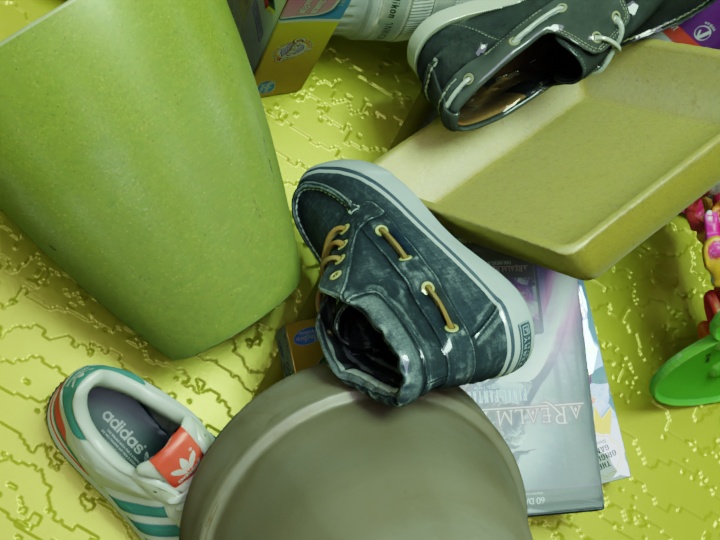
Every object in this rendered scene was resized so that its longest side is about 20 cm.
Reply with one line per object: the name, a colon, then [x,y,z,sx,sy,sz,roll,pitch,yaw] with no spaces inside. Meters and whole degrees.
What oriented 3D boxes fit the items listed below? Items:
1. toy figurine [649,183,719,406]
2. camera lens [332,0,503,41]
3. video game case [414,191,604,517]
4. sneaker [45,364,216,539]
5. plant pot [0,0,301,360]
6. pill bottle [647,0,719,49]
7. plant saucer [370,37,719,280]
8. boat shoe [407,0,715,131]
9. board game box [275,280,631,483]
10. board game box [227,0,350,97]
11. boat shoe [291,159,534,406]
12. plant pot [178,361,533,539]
toy figurine: [0.224,-0.036,0.948,0.149,0.200,0.186,-18,68,4]
camera lens: [0.060,-0.229,0.948,0.198,0.160,0.162,-7,79,-15]
video game case: [0.070,0.050,0.926,0.141,0.019,0.202,-2,77,-14]
sneaker: [-0.099,0.128,0.864,0.200,0.093,0.070,44,72,-1]
plant pot: [-0.121,-0.057,0.869,0.186,0.187,0.201,-34,102,-18]
pill bottle: [0.256,-0.222,0.969,0.112,0.200,0.113,32,33,-24]
plant saucer: [0.128,-0.065,0.886,0.199,0.199,0.049,-34,121,-23]
boat shoe: [0.131,-0.138,0.904,0.198,0.072,0.068,-21,51,-4]
board game box: [0.058,0.084,0.943,0.198,0.034,0.136,-10,80,-16]
board game box: [-0.050,-0.207,0.896,0.040,0.200,0.154,-10,80,-15]
boat shoe: [0.000,0.000,0.835,0.090,0.071,0.200,-15,36,-33]
plant pot: [0.017,0.170,0.790,0.198,0.174,0.202,-6,110,-16]
